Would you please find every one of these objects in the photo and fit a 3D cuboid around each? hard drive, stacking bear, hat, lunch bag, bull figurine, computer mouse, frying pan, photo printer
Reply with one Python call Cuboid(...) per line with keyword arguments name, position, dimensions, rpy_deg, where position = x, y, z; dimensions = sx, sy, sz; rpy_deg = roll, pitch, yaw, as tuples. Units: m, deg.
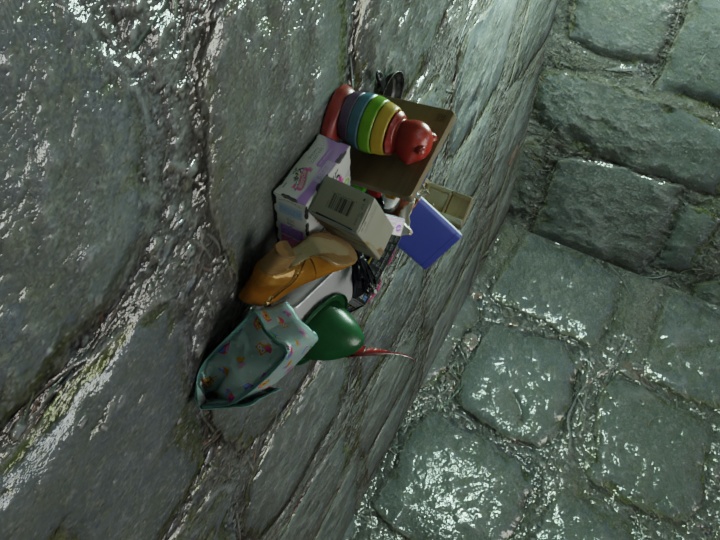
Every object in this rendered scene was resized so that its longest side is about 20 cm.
Cuboid(name="hard drive", position=(0.140, -0.105, 1.915), dimensions=(0.132, 0.199, 0.026), rpy_deg=(-42, -153, 19))
Cuboid(name="stacking bear", position=(0.041, -0.258, 1.417), dimensions=(0.122, 0.197, 0.115), rpy_deg=(-46, 154, -51))
Cuboid(name="hat", position=(-0.015, 0.159, 1.532), dimensions=(0.200, 0.175, 0.167), rpy_deg=(-43, 157, -24))
Cuboid(name="lunch bag", position=(-0.190, 0.165, 1.357), dimensions=(0.200, 0.122, 0.170), rpy_deg=(-47, 171, 12))
Cuboid(name="bull figurine", position=(0.094, -0.167, 1.770), dimensions=(0.121, 0.202, 0.065), rpy_deg=(-35, 134, 11))
Cuboid(name="computer mouse", position=(0.000, 0.000, 1.605), dimensions=(0.052, 0.141, 0.200), rpy_deg=(-18, 168, -12))
Cuboid(name="frying pan", position=(0.047, -0.362, 1.608), dimensions=(0.189, 0.030, 0.117), rpy_deg=(-26, 135, -62))
Cuboid(name="photo printer", position=(-0.101, 0.060, 1.548), dimensions=(0.200, 0.069, 0.168), rpy_deg=(-43, 154, -27))

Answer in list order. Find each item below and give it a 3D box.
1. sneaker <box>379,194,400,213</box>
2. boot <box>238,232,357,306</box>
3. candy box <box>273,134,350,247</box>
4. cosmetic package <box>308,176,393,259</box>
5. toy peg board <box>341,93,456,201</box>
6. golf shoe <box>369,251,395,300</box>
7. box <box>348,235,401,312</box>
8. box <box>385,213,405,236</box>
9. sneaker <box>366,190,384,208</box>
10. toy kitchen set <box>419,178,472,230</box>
Cuboid(name="sneaker", position=(0.062, -0.239, 1.707), dimensions=(0.108, 0.066, 0.205), rpy_deg=(78, 20, -61))
Cuboid(name="boot", position=(-0.113, 0.004, 1.366), dimensions=(0.199, 0.072, 0.144), rpy_deg=(-2, 145, -43))
Cuboid(name="candy box", position=(-0.085, -0.117, 1.421), dimensions=(0.169, 0.070, 0.202), rpy_deg=(-56, 160, -34))
Cuboid(name="cosmetic package", position=(-0.012, -0.090, 1.383), dimensions=(0.072, 0.104, 0.200), rpy_deg=(-63, 163, -5))
Cuboid(name="toy peg board", position=(0.069, -0.224, 1.513), dimensions=(0.202, 0.196, 0.098), rpy_deg=(-61, 150, -17))
Cuboid(name="golf shoe", position=(0.025, 0.010, 1.956), dimensions=(0.202, 0.075, 0.092), rpy_deg=(-58, -179, -5))
Cuboid(name="box", position=(0.011, 0.002, 1.807), dimensions=(0.202, 0.049, 0.159), rpy_deg=(-61, -170, -20))
Cuboid(name="box", position=(0.009, -0.108, 1.624), dimensions=(0.197, 0.041, 0.039), rpy_deg=(8, 102, -40))
Cuboid(name="sneaker", position=(0.033, -0.225, 1.652), dimensions=(0.075, 0.078, 0.203), rpy_deg=(-35, 143, -51))
Cuboid(name="toy kitchen set", position=(0.158, -0.162, 1.927), dimensions=(0.166, 0.197, 0.181), rpy_deg=(-65, 164, -11))
